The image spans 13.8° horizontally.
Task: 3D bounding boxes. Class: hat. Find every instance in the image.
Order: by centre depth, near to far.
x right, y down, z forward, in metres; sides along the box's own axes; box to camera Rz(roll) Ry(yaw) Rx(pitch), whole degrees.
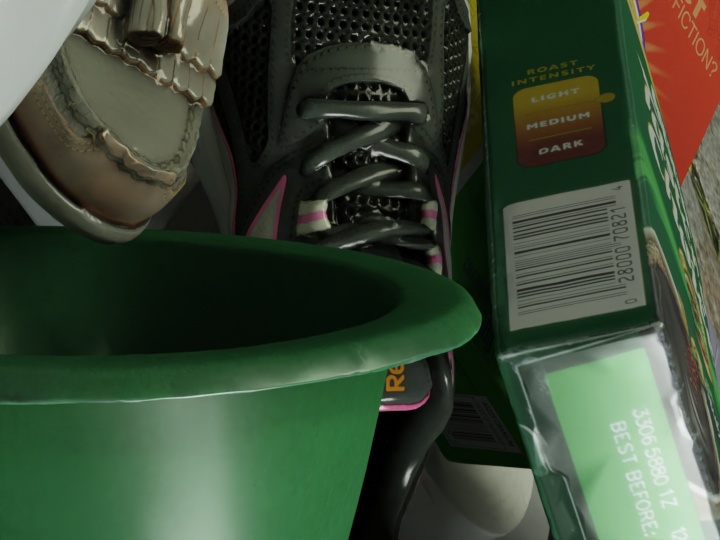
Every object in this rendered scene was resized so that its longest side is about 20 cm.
[{"bbox_3d":[-0.049,0.090,0.667,0.166,0.200,0.176,-17,110,-56],"label":"hat"}]

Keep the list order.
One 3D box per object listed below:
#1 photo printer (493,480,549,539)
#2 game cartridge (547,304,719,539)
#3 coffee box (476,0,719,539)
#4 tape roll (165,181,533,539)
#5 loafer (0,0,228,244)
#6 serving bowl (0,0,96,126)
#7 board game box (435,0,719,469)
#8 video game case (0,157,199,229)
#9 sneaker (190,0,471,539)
[{"bbox_3d":[0.111,0.135,1.075,0.200,0.069,0.166,49,13,31],"label":"photo printer"},{"bbox_3d":[0.091,0.103,0.865,0.130,0.038,0.200,61,29,-32],"label":"game cartridge"},{"bbox_3d":[0.066,0.008,0.777,0.200,0.044,0.123,-89,163,-58],"label":"coffee box"},{"bbox_3d":[-0.012,0.001,0.974,0.202,0.071,0.203,-18,90,-73],"label":"tape roll"},{"bbox_3d":[-0.063,-0.097,0.734,0.072,0.063,0.200,34,32,-38],"label":"loafer"},{"bbox_3d":[-0.084,-0.095,0.628,0.066,0.200,0.200,22,42,-22],"label":"serving bowl"},{"bbox_3d":[0.050,-0.064,0.905,0.153,0.040,0.200,56,49,-40],"label":"board game box"},{"bbox_3d":[-0.084,-0.118,0.829,0.182,0.023,0.200,54,35,-16],"label":"video game case"},{"bbox_3d":[0.000,0.000,0.764,0.086,0.080,0.200,-132,-139,-62],"label":"sneaker"}]
